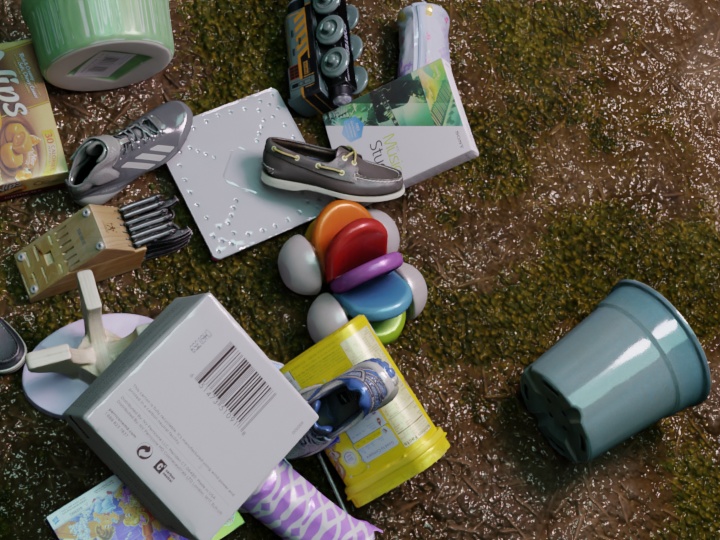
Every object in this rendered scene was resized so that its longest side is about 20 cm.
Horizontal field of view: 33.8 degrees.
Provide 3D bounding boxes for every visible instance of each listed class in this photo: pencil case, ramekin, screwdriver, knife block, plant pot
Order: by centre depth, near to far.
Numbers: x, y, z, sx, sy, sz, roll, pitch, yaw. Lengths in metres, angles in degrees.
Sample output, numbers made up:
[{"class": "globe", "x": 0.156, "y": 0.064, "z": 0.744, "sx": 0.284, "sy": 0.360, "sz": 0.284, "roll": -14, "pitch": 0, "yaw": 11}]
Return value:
[{"class": "pencil case", "x": -0.071, "y": 0.295, "z": 1.454, "sx": 0.200, "sy": 0.084, "sz": 0.086, "roll": 43, "pitch": 70, "yaw": -18}, {"class": "screwdriver", "x": -0.044, "y": 0.251, "z": 1.532, "sx": 0.029, "sy": 0.028, "sz": 0.202, "roll": -31, "pitch": 80, "yaw": 4}, {"class": "knife block", "x": -0.323, "y": -0.029, "z": 1.541, "sx": 0.198, "sy": 0.175, "sz": 0.065, "roll": -30, "pitch": 75, "yaw": 20}, {"class": "ramekin", "x": -0.341, "y": -0.314, "z": 1.565, "sx": 0.197, "sy": 0.200, "sz": 0.099, "roll": -10, "pitch": 80, "yaw": -21}, {"class": "plant pot", "x": 0.335, "y": 0.148, "z": 1.613, "sx": 0.194, "sy": 0.200, "sz": 0.202, "roll": -30, "pitch": 81, "yaw": -18}, {"class": "pencil case", "x": 0.092, "y": -0.294, "z": 1.752, "sx": 0.082, "sy": 0.091, "sz": 0.203, "roll": -10, "pitch": 64, "yaw": 26}]

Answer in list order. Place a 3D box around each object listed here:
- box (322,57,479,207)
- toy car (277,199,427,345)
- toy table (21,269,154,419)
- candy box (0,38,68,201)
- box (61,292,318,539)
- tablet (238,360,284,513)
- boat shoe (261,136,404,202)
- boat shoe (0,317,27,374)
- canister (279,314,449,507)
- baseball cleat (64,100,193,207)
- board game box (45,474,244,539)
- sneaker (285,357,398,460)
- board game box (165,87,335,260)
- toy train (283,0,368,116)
[{"class": "box", "x": 0.054, "y": -0.191, "z": 1.663, "sx": 0.198, "sy": 0.036, "sz": 0.146, "roll": -23, "pitch": 73, "yaw": 18}, {"class": "toy car", "x": 0.000, "y": 0.000, "z": 1.574, "sx": 0.173, "sy": 0.150, "sz": 0.202, "roll": -22, "pitch": 78, "yaw": -24}, {"class": "toy table", "x": -0.315, "y": 0.103, "z": 1.453, "sx": 0.198, "sy": 0.117, "sz": 0.185, "roll": -26, "pitch": 79, "yaw": -24}, {"class": "candy box", "x": -0.464, "y": -0.197, "z": 1.553, "sx": 0.114, "sy": 0.055, "sz": 0.203, "roll": -13, "pitch": 74, "yaw": -22}, {"class": "box", "x": -0.193, "y": 0.165, "z": 1.342, "sx": 0.200, "sy": 0.130, "sz": 0.199, "roll": -46, "pitch": 104, "yaw": -21}, {"class": "tablet", "x": -0.177, "y": 0.197, "z": 1.517, "sx": 0.128, "sy": 0.014, "sz": 0.203, "roll": 18, "pitch": 65, "yaw": -10}, {"class": "boat shoe", "x": -0.036, "y": -0.139, "z": 1.604, "sx": 0.198, "sy": 0.061, "sz": 0.072, "roll": 7, "pitch": 28, "yaw": 0}, {"class": "boat shoe", "x": -0.493, "y": 0.054, "z": 1.445, "sx": 0.199, "sy": 0.062, "sz": 0.075, "roll": 40, "pitch": 61, "yaw": -1}, {"class": "canister", "x": 0.001, "y": 0.176, "z": 1.500, "sx": 0.202, "sy": 0.148, "sz": 0.086, "roll": 57, "pitch": 25, "yaw": 1}, {"class": "baseball cleat", "x": -0.300, "y": -0.161, "z": 1.549, "sx": 0.070, "sy": 0.107, "sz": 0.200, "roll": 41, "pitch": 76, "yaw": 13}, {"class": "board game box", "x": -0.258, "y": 0.302, "z": 1.424, "sx": 0.199, "sy": 0.045, "sz": 0.135, "roll": -31, "pitch": 84, "yaw": -22}, {"class": "sneaker", "x": -0.049, "y": 0.173, "z": 1.426, "sx": 0.078, "sy": 0.199, "sz": 0.085, "roll": 54, "pitch": 30, "yaw": 4}, {"class": "board game box", "x": -0.160, "y": -0.134, "z": 1.644, "sx": 0.198, "sy": 0.026, "sz": 0.202, "roll": -24, "pitch": 79, "yaw": -24}, {"class": "toy train", "x": -0.058, "y": -0.319, "z": 1.704, "sx": 0.113, "sy": 0.085, "sz": 0.203, "roll": -18, "pitch": 65, "yaw": 23}]
